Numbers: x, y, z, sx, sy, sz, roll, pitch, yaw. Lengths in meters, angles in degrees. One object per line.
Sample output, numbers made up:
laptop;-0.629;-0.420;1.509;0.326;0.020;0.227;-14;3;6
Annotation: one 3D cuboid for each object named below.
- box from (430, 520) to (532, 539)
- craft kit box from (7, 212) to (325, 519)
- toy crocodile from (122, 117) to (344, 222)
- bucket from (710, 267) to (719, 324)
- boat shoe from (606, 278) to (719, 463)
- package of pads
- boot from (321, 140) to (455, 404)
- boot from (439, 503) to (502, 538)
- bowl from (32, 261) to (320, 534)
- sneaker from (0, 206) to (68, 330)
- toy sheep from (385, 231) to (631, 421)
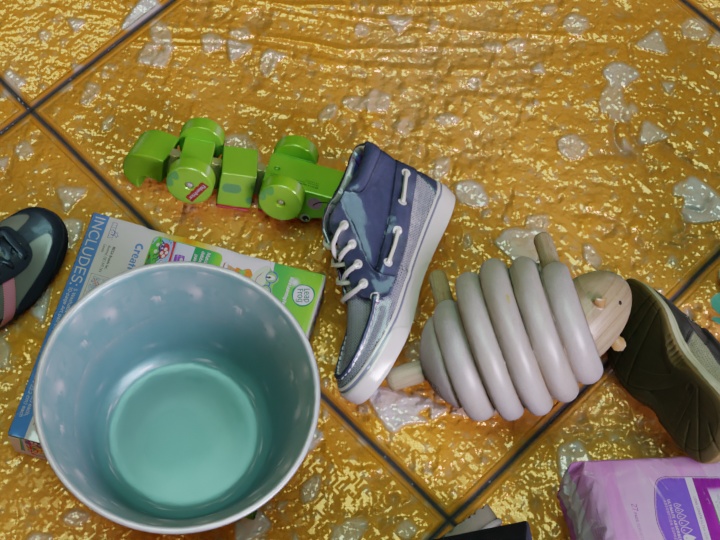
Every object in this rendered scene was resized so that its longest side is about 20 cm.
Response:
box;0.046;0.288;1.075;0.181;0.104;0.201;-12;89;7
craft kit box;-0.147;0.071;1.258;0.196;0.049;0.201;15;65;7
toy crocodile;-0.096;-0.075;1.322;0.199;0.062;0.068;11;45;-3
bucket;0.375;-0.014;1.240;0.134;0.207;0.208;27;66;1
boat shoe;0.251;0.080;1.239;0.066;0.072;0.201;14;26;-26
package of pads;0.251;0.199;1.180;0.199;0.076;0.121;0;56;-13
boot;0.000;0.000;1.266;0.090;0.073;0.201;30;62;-17
boot;0.096;0.290;1.160;0.181;0.073;0.200;-34;78;-15
bowl;-0.129;0.106;1.162;0.199;0.105;0.202;1;64;-2
sneaker;-0.307;0.014;1.254;0.070;0.082;0.200;37;68;14
toy sheep;0.114;0.051;1.237;0.199;0.138;0.139;-23;66;10
